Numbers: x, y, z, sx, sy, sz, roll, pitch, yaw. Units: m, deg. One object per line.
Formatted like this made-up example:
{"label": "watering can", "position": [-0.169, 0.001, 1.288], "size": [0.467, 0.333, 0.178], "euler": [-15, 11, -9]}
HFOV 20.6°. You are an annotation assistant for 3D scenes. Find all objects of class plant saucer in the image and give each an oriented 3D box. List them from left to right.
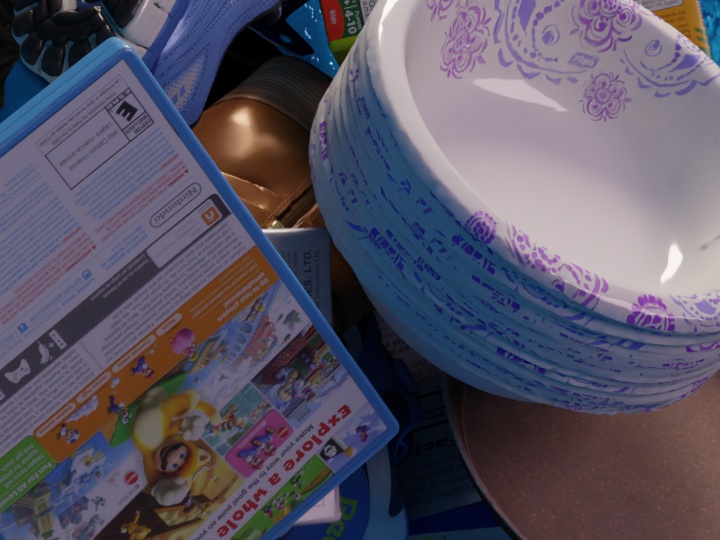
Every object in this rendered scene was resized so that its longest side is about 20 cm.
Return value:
{"label": "plant saucer", "position": [0.123, 0.074, 0.858], "size": [0.199, 0.035, 0.201], "euler": [13, 47, -14]}

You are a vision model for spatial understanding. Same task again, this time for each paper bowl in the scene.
{"label": "paper bowl", "position": [0.073, -0.027, 0.818], "size": [0.200, 0.105, 0.201], "euler": [19, 42, -18]}

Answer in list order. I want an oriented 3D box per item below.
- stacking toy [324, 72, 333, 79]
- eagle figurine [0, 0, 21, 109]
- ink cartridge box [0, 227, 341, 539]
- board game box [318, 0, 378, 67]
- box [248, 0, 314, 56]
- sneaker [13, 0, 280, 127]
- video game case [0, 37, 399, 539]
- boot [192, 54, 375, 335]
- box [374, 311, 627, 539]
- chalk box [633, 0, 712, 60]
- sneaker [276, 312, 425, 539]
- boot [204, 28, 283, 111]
{"label": "stacking toy", "position": [0.035, -0.057, 1.117], "size": [0.200, 0.116, 0.110], "euler": [30, 43, -33]}
{"label": "eagle figurine", "position": [-0.179, -0.156, 0.807], "size": [0.200, 0.150, 0.152], "euler": [52, -26, 32]}
{"label": "ink cartridge box", "position": [-0.104, 0.045, 0.766], "size": [0.199, 0.042, 0.120], "euler": [-2, 91, -29]}
{"label": "board game box", "position": [0.011, -0.135, 0.971], "size": [0.200, 0.047, 0.102], "euler": [50, 28, -79]}
{"label": "box", "position": [-0.080, -0.192, 0.971], "size": [0.200, 0.041, 0.119], "euler": [49, 11, -2]}
{"label": "sneaker", "position": [-0.071, -0.139, 0.771], "size": [0.089, 0.078, 0.201], "euler": [50, 49, -52]}
{"label": "video game case", "position": [-0.088, 0.035, 0.717], "size": [0.200, 0.143, 0.018], "euler": [55, -10, -33]}
{"label": "boot", "position": [0.000, 0.000, 0.883], "size": [0.200, 0.077, 0.155], "euler": [41, 40, -8]}
{"label": "box", "position": [0.078, 0.075, 1.001], "size": [0.105, 0.183, 0.201], "euler": [50, 35, -33]}
{"label": "chalk box", "position": [0.106, -0.112, 1.020], "size": [0.200, 0.124, 0.125], "euler": [49, 29, -83]}
{"label": "sneaker", "position": [-0.016, 0.054, 0.937], "size": [0.082, 0.074, 0.201], "euler": [22, 45, -22]}
{"label": "boot", "position": [-0.100, -0.119, 0.963], "size": [0.200, 0.075, 0.097], "euler": [35, 20, -40]}
